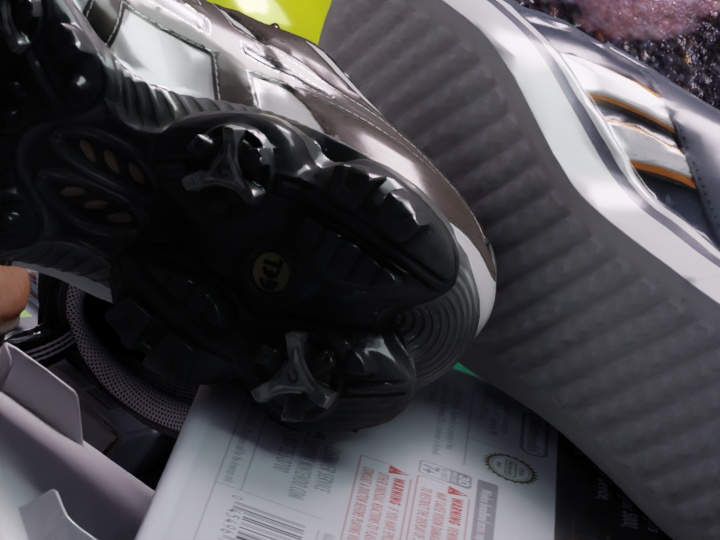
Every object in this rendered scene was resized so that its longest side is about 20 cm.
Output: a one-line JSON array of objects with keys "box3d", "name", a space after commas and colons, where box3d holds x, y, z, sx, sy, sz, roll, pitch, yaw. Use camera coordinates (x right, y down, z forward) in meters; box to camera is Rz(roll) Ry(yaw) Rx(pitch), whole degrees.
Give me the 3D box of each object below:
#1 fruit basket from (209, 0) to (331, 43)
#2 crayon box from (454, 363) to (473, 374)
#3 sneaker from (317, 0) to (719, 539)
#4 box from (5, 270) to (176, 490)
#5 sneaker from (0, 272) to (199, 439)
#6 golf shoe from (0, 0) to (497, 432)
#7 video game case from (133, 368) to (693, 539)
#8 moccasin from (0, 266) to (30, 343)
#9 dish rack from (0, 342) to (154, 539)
[{"box3d": [-0.084, -0.059, 1.153, 0.215, 0.156, 0.216, 33, 21, -14], "name": "fruit basket"}, {"box3d": [0.043, 0.058, 1.055, 0.119, 0.058, 0.201, -119, -173, -56], "name": "crayon box"}, {"box3d": [0.066, -0.004, 0.668, 0.079, 0.079, 0.200, -7, 40, -35], "name": "sneaker"}, {"box3d": [-0.143, -0.002, 0.897, 0.200, 0.041, 0.156, 41, 5, 5], "name": "box"}, {"box3d": [0.000, 0.000, 0.788, 0.114, 0.199, 0.076, -60, 137, -77], "name": "sneaker"}, {"box3d": [-0.057, -0.033, 0.645, 0.200, 0.078, 0.094, 36, 18, 15], "name": "golf shoe"}, {"box3d": [0.045, 0.071, 0.586, 0.181, 0.023, 0.200, 19, 17, -1], "name": "video game case"}, {"box3d": [-0.151, -0.020, 0.671, 0.073, 0.078, 0.201, -10, -18, 38], "name": "moccasin"}, {"box3d": [-0.029, 0.089, 0.639, 0.200, 0.044, 0.172, 38, 4, -20], "name": "dish rack"}]
